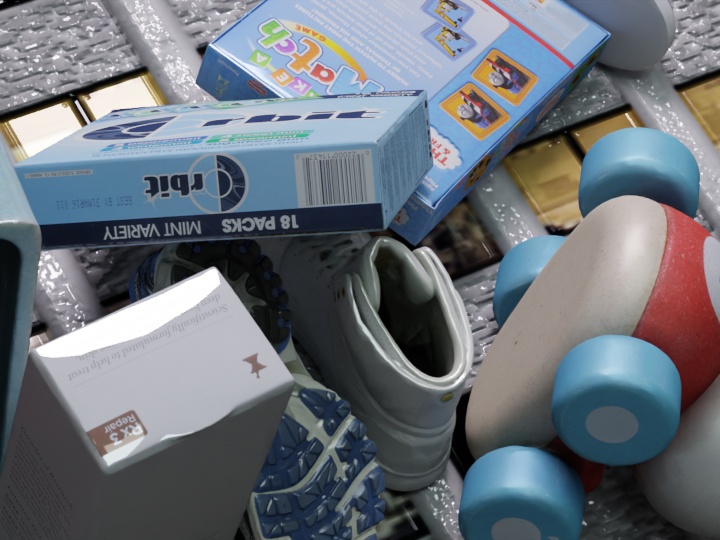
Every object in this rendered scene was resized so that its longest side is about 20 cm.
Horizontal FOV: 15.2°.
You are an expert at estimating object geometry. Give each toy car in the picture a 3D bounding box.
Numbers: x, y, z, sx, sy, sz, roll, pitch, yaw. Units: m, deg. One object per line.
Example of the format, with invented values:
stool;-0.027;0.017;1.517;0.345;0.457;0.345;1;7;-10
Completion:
toy car;0.171;0.066;1.354;0.199;0.177;0.185;25;43;-13

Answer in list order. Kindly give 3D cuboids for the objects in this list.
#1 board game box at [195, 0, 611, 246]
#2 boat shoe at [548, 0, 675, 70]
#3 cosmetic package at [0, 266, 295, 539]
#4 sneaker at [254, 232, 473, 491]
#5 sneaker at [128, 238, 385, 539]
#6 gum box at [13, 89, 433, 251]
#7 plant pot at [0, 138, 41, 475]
board game box;0.026;-0.117;1.484;0.151;0.037;0.200;37;45;10
boat shoe;0.107;-0.197;1.559;0.200;0.072;0.066;37;42;9
cosmetic package;-0.105;0.090;1.235;0.101;0.200;0.074;-24;66;-27
sneaker;0.000;0.000;1.373;0.073;0.116;0.200;-20;63;-23
sneaker;-0.054;0.072;1.321;0.077;0.085;0.201;-26;101;-32
gum box;-0.060;-0.051;1.306;0.169;0.200;0.045;-3;99;9
plant pot;-0.271;-0.014;1.275;0.195;0.197;0.200;-5;46;-17
